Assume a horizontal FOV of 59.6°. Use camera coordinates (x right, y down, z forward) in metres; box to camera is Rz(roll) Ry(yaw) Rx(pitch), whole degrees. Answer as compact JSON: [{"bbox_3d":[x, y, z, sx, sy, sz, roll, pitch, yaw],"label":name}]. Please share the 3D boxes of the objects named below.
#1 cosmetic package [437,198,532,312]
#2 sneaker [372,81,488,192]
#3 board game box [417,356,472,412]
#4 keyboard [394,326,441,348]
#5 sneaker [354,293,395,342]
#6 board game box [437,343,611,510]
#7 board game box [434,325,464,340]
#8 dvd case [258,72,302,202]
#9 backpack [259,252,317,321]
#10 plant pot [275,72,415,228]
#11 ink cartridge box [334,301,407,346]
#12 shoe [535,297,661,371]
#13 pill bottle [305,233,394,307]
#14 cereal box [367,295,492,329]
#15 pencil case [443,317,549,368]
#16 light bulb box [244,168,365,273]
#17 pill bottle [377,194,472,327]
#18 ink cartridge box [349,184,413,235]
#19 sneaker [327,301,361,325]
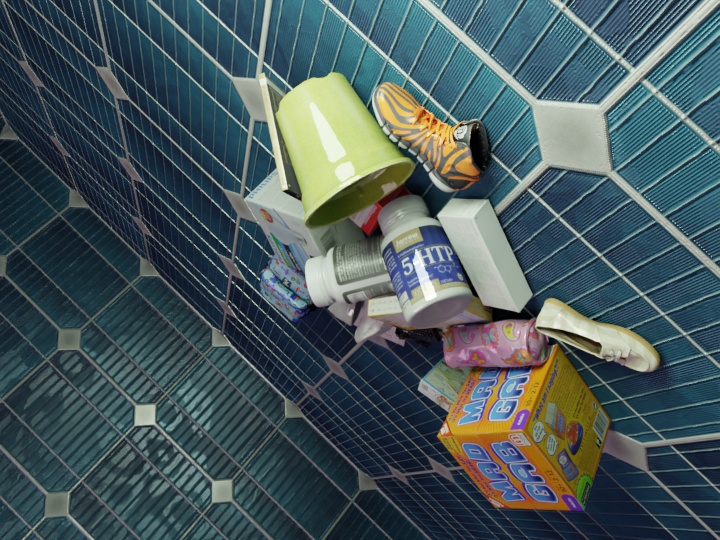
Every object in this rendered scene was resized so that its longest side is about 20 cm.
[{"bbox_3d":[0.209,-0.025,1.039,0.082,0.051,0.201,14,142,54],"label":"cosmetic package"},{"bbox_3d":[0.112,-0.204,0.895,0.199,0.078,0.111,41,154,-19],"label":"sneaker"},{"bbox_3d":[0.241,0.268,1.356,0.199,0.134,0.035,33,132,24],"label":"board game box"},{"bbox_3d":[0.105,0.128,1.415,0.199,0.021,0.128,16,145,53],"label":"keyboard"},{"bbox_3d":[0.032,0.091,1.389,0.090,0.074,0.200,62,147,16],"label":"sneaker"},{"bbox_3d":[0.305,0.291,1.161,0.198,0.201,0.201,-21,114,48],"label":"board game box"},{"bbox_3d":[0.134,0.064,1.322,0.199,0.035,0.127,39,156,12],"label":"board game box"},{"bbox_3d":[-0.119,-0.217,1.078,0.148,0.016,0.204,19,-123,-72],"label":"dvd case"},{"bbox_3d":[-0.165,0.016,1.606,0.182,0.135,0.200,41,153,3],"label":"backpack"},{"bbox_3d":[-0.040,-0.198,0.998,0.187,0.198,0.200,62,157,7],"label":"plant pot"},{"bbox_3d":[0.032,0.101,1.559,0.197,0.051,0.162,20,151,8],"label":"ink cartridge box"},{"bbox_3d":[0.371,0.113,0.997,0.198,0.053,0.070,28,152,32],"label":"shoe"},{"bbox_3d":[0.000,0.000,1.216,0.196,0.115,0.115,-14,132,12],"label":"pill bottle"},{"bbox_3d":[0.132,0.076,1.188,0.197,0.040,0.143,-10,158,37],"label":"cereal box"},{"bbox_3d":[0.245,0.136,1.156,0.198,0.088,0.088,-13,122,46],"label":"pencil case"},{"bbox_3d":[-0.112,-0.098,1.344,0.198,0.125,0.200,20,147,41],"label":"light bulb box"},{"bbox_3d":[0.100,-0.019,1.060,0.120,0.118,0.203,100,152,-63],"label":"pill bottle"},{"bbox_3d":[0.004,-0.147,1.150,0.200,0.067,0.116,42,156,4],"label":"ink cartridge box"},{"bbox_3d":[-0.037,0.037,1.438,0.087,0.075,0.202,23,129,13],"label":"sneaker"}]
